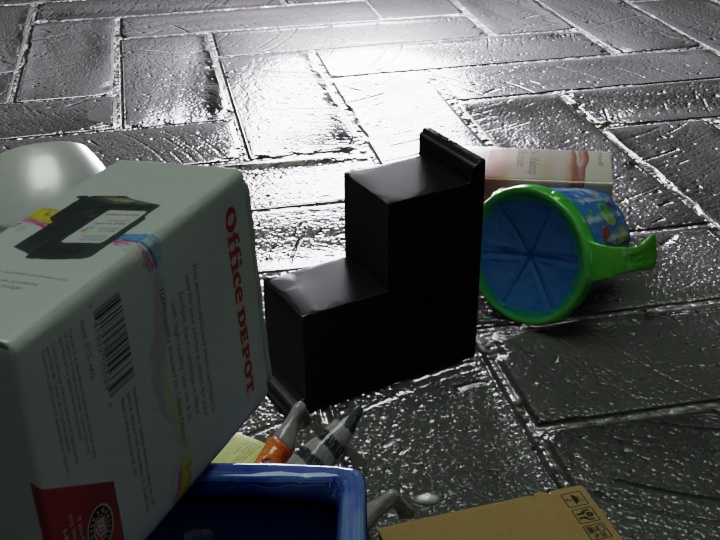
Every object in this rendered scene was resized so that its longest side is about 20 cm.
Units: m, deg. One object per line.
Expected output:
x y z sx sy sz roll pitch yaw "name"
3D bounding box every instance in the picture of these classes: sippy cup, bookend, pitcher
0.197 -0.025 1.094 0.130 0.140 0.178 -17 54 -47 "sippy cup"
0.000 0.000 0.963 0.200 0.199 0.092 -17 33 -26 "bookend"
-0.246 0.003 0.934 0.121 0.200 0.172 -12 -6 -2 "pitcher"

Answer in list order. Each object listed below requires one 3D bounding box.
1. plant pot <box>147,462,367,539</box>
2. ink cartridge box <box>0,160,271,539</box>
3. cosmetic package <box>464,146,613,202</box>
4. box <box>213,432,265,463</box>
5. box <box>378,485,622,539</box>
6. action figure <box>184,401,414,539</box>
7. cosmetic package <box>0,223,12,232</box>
-0.092 0.226 0.551 0.200 0.180 0.200 -1 27 2 "plant pot"
-0.129 0.047 0.546 0.083 0.146 0.200 6 27 21 "ink cartridge box"
0.179 -0.082 1.235 0.200 0.087 0.103 3 27 8 "cosmetic package"
-0.140 0.149 0.843 0.200 0.050 0.075 15 32 28 "box"
0.116 0.221 0.721 0.163 0.021 0.200 -9 28 -14 "box"
-0.092 0.146 0.712 0.193 0.105 0.200 -30 65 -32 "action figure"
-0.360 0.059 0.793 0.200 0.168 0.166 -11 -6 17 "cosmetic package"
